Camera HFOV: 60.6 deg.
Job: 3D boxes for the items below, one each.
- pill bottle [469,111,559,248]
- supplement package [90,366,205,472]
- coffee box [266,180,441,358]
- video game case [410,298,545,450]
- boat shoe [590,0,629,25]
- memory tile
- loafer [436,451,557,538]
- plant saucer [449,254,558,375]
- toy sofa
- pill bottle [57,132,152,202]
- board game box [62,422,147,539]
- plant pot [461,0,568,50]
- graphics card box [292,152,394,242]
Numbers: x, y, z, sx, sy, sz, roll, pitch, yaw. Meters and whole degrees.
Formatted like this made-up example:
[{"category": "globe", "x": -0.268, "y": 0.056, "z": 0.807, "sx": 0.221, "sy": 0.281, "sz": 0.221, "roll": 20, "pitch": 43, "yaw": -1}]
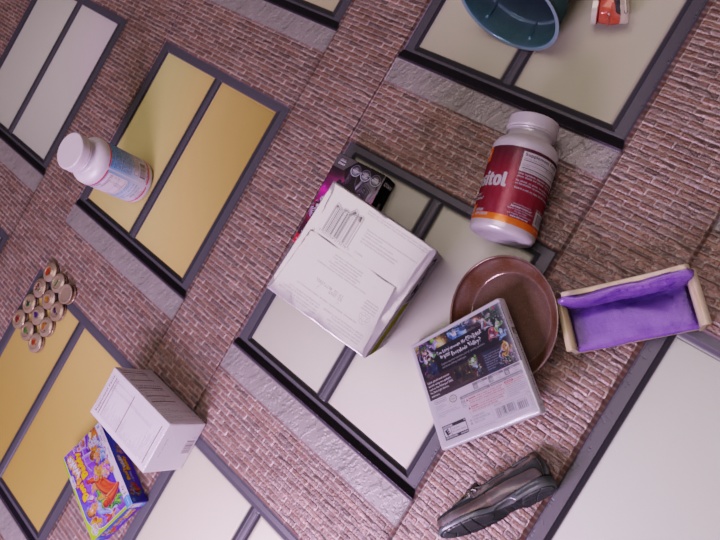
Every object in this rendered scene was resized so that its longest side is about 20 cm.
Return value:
[{"category": "pill bottle", "x": 0.258, "y": -0.149, "z": 1.014, "sx": 0.111, "sy": 0.113, "sz": 0.204, "roll": 15, "pitch": 84, "yaw": 29}, {"category": "supplement package", "x": -0.436, "y": 0.301, "z": 1.262, "sx": 0.199, "sy": 0.109, "sz": 0.115, "roll": 34, "pitch": 94, "yaw": 29}, {"category": "coffee box", "x": 0.000, "y": 0.000, "z": 1.037, "sx": 0.198, "sy": 0.198, "sz": 0.202, "roll": 35, "pitch": 95, "yaw": 10}, {"category": "video game case", "x": 0.181, "y": 0.170, "z": 0.993, "sx": 0.199, "sy": 0.023, "sz": 0.185, "roll": -34, "pitch": 63, "yaw": 38}, {"category": "boat shoe", "x": 0.435, "y": -0.511, "z": 1.037, "sx": 0.061, "sy": 0.071, "sz": 0.204, "roll": 10, "pitch": 84, "yaw": 22}, {"category": "memory tile", "x": -0.801, "y": 0.093, "z": 1.555, "sx": 0.153, "sy": 0.017, "sz": 0.201, "roll": 39, "pitch": 96, "yaw": 29}, {"category": "loafer", "x": 0.204, "y": 0.350, "z": 0.955, "sx": 0.198, "sy": 0.072, "sz": 0.064, "roll": -29, "pitch": 46, "yaw": 11}, {"category": "plant saucer", "x": 0.233, "y": 0.078, "z": 0.991, "sx": 0.198, "sy": 0.036, "sz": 0.205, "roll": -5, "pitch": 83, "yaw": 44}, {"category": "toy sofa", "x": 0.394, "y": 0.062, "z": 0.901, "sx": 0.197, "sy": 0.097, "sz": 0.085, "roll": -15, "pitch": 70, "yaw": 22}, {"category": "pill bottle", "x": -0.588, "y": -0.238, "z": 1.421, "sx": 0.107, "sy": 0.199, "sz": 0.111, "roll": -7, "pitch": 74, "yaw": 25}, {"category": "board game box", "x": -0.551, "y": 0.449, "z": 1.322, "sx": 0.134, "sy": 0.045, "sz": 0.201, "roll": -43, "pitch": 63, "yaw": 12}, {"category": "plant pot", "x": 0.299, "y": -0.524, "z": 1.051, "sx": 0.199, "sy": 0.200, "sz": 0.198, "roll": 31, "pitch": 83, "yaw": 29}, {"category": "graphics card box", "x": -0.033, "y": -0.111, "z": 1.190, "sx": 0.124, "sy": 0.051, "sz": 0.202, "roll": 31, "pitch": 92, "yaw": 29}]
